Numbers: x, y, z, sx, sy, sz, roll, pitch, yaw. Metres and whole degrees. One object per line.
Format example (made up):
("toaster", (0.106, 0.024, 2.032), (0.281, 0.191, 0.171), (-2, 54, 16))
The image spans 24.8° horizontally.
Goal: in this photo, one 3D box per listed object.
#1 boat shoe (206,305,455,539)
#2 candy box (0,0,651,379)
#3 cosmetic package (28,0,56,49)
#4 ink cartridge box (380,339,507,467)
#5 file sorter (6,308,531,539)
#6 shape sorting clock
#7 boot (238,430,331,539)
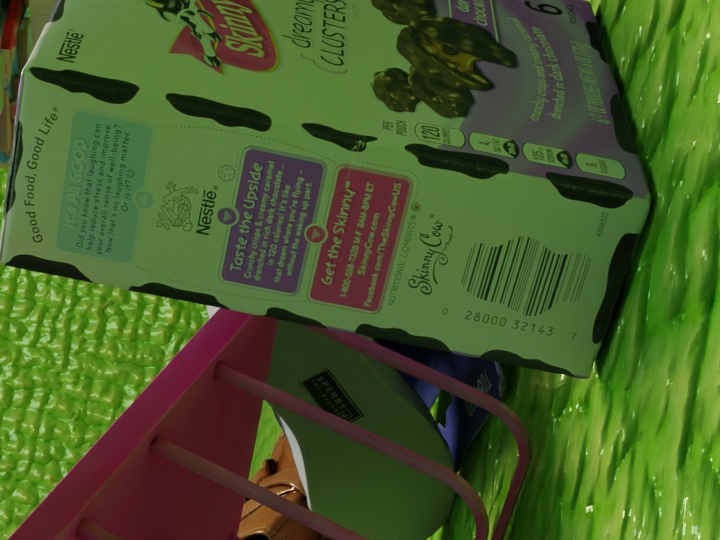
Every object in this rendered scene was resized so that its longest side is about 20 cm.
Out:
("boat shoe", (-0.011, 0.048, 0.709), (0.057, 0.068, 0.201), (-108, -7, -47))
("candy box", (-0.012, -0.053, 0.578), (0.168, 0.198, 0.072), (-90, 12, -59))
("cosmetic package", (-0.085, -0.152, 0.936), (0.104, 0.198, 0.074), (112, 165, -71))
("ink cartridge box", (0.000, 0.000, 0.774), (0.197, 0.043, 0.202), (111, 146, -64))
("file sorter", (-0.036, 0.125, 0.565), (0.200, 0.124, 0.140), (-51, -21, -52))
("shape sorting clock", (-0.205, -0.159, 0.942), (0.200, 0.039, 0.202), (-175, 90, -84))
("boot", (-0.038, 0.149, 0.921), (0.156, 0.076, 0.200), (-54, -1, -44))
